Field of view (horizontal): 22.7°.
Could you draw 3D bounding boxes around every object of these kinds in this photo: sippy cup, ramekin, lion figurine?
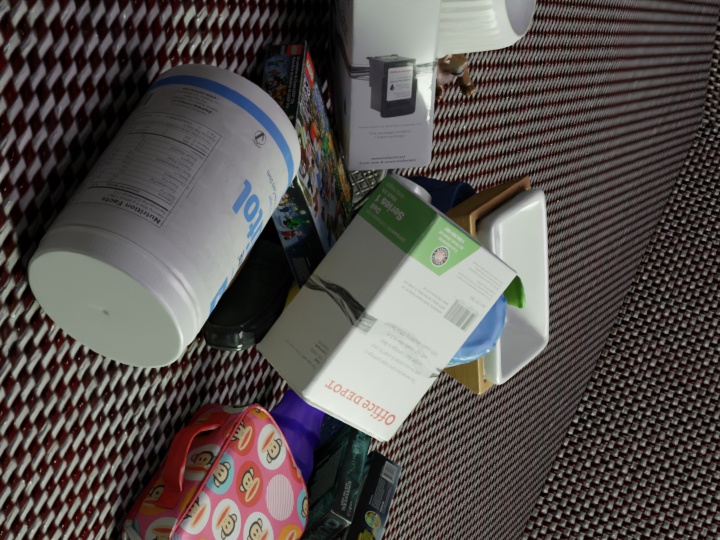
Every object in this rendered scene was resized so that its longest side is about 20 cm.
[{"bbox_3d":[0.072,0.040,1.753,0.178,0.140,0.130,-50,-160,-19],"label":"sippy cup"},{"bbox_3d":[0.113,-0.316,1.815,0.200,0.105,0.200,3,90,-72],"label":"ramekin"},{"bbox_3d":[0.103,-0.272,2.000,0.123,0.072,0.200,67,28,-48],"label":"lion figurine"}]

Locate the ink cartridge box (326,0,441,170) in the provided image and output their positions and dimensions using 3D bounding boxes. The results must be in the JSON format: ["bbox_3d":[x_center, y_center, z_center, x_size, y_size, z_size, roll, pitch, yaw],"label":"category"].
[{"bbox_3d":[0.019,-0.214,1.635,0.145,0.083,0.200,-102,-170,-47],"label":"ink cartridge box"}]

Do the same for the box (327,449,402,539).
[{"bbox_3d":[-0.032,0.290,1.796,0.137,0.040,0.200,-44,-162,41],"label":"box"}]

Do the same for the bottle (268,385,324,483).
[{"bbox_3d":[-0.091,0.205,1.830,0.065,0.083,0.200,43,61,-32],"label":"bottle"}]

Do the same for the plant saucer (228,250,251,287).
[{"bbox_3d":[-0.123,-0.048,1.534,0.200,0.035,0.200,19,90,-74],"label":"plant saucer"}]

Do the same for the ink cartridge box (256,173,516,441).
[{"bbox_3d":[0.024,0.037,1.604,0.200,0.084,0.146,-52,140,3],"label":"ink cartridge box"}]

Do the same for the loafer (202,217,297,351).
[{"bbox_3d":[-0.094,0.004,1.639,0.201,0.068,0.070,-58,152,-54],"label":"loafer"}]

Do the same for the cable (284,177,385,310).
[{"bbox_3d":[-0.017,-0.024,1.748,0.200,0.050,0.097,-40,-170,27],"label":"cable"}]

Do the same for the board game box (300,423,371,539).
[{"bbox_3d":[-0.063,0.251,1.841,0.200,0.028,0.135,-44,-160,38],"label":"board game box"}]

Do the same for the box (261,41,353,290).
[{"bbox_3d":[-0.049,-0.085,1.600,0.200,0.038,0.137,71,19,-50],"label":"box"}]

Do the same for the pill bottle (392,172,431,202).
[{"bbox_3d":[0.000,0.000,1.853,0.113,0.113,0.200,56,55,-70],"label":"pill bottle"}]

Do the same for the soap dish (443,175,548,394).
[{"bbox_3d":[0.139,0.012,1.920,0.157,0.081,0.200,-33,123,-56],"label":"soap dish"}]

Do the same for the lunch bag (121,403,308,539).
[{"bbox_3d":[-0.135,0.222,1.658,0.200,0.082,0.176,-57,134,-41],"label":"lunch bag"}]

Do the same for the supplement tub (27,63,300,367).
[{"bbox_3d":[-0.140,-0.043,1.316,0.132,0.132,0.200,86,27,-52],"label":"supplement tub"}]

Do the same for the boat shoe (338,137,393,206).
[{"bbox_3d":[0.013,-0.141,1.811,0.062,0.075,0.200,105,3,-63],"label":"boat shoe"}]

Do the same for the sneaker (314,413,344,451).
[{"bbox_3d":[-0.057,0.250,2.017,0.078,0.070,0.200,80,32,-49],"label":"sneaker"}]

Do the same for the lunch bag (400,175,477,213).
[{"bbox_3d":[0.051,-0.001,1.981,0.136,0.132,0.200,52,51,-52],"label":"lunch bag"}]
